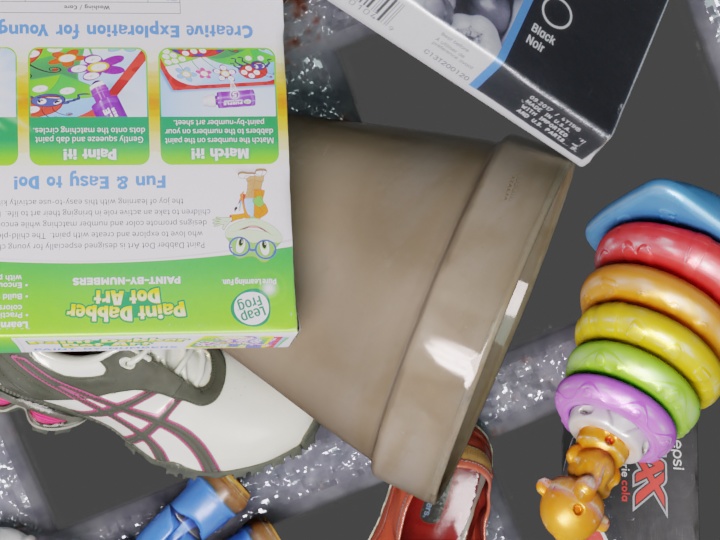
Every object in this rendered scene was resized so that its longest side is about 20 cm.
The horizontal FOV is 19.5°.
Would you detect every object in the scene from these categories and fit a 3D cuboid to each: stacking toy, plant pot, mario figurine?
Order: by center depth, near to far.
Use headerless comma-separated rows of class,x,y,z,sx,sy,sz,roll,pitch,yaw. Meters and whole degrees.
plant pot,0.000,0.000,1.117,0.173,0.200,0.201,22,101,6
stacking toy,0.148,0.062,1.129,0.116,0.110,0.200,33,65,-8
mario figurine,-0.145,0.187,1.206,0.200,0.106,0.124,-35,68,-7

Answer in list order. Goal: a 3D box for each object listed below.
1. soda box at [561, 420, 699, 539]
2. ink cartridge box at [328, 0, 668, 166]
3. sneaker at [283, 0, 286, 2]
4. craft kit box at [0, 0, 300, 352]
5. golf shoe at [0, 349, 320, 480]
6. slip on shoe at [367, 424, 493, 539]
soda box,0.150,0.171,1.175,0.070,0.063,0.201,4,70,-7
ink cartridge box,0.074,-0.186,1.085,0.198,0.043,0.201,31,58,-12
sneaker,-0.051,-0.168,1.114,0.200,0.082,0.078,-40,104,4
craft kit box,-0.132,-0.060,1.023,0.199,0.049,0.199,0,75,-9
golf shoe,-0.113,0.059,1.149,0.199,0.088,0.078,11,58,-9
slip on shoe,0.033,0.184,1.216,0.074,0.061,0.201,14,103,-10
